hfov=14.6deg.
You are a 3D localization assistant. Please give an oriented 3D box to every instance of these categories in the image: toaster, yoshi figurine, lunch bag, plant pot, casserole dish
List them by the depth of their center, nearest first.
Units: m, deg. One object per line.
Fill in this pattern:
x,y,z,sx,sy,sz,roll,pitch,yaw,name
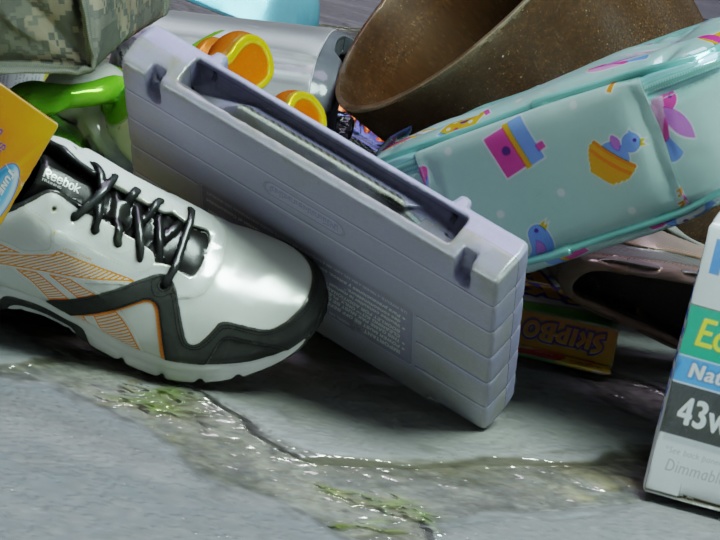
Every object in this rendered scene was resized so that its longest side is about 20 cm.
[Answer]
0.105,-0.056,1.302,0.199,0.078,0.160,-18,6,25,lunch bag
-0.122,-0.061,1.425,0.199,0.113,0.112,-2,4,44,yoshi figurine
-0.210,-0.168,1.436,0.199,0.118,0.164,2,16,10,lunch bag
0.120,-0.082,1.483,0.200,0.187,0.187,46,1,-19,plant pot
-0.072,-0.087,1.579,0.128,0.114,0.200,10,14,3,toaster
-0.105,-0.182,1.707,0.199,0.039,0.121,22,5,-10,casserole dish

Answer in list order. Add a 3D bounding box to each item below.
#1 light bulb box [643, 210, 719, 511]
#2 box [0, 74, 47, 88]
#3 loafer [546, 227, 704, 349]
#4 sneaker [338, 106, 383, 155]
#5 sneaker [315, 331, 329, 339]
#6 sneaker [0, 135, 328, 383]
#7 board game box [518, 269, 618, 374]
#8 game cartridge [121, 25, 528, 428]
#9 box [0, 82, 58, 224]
0.244,0.045,1.261,0.197,0.126,0.200,15,13,11,light bulb box
-0.245,-0.102,1.555,0.049,0.083,0.200,17,13,27,box
0.179,0.022,1.430,0.199,0.072,0.063,21,31,-16,loafer
-0.026,-0.090,1.719,0.199,0.079,0.075,15,13,14,sneaker
0.000,0.000,1.400,0.082,0.072,0.200,21,15,-17,sneaker
-0.109,-0.010,1.213,0.199,0.080,0.074,13,55,-3,sneaker
0.083,0.013,1.487,0.095,0.030,0.200,12,15,-1,board game box
-0.016,-0.018,1.245,0.199,0.038,0.130,31,-24,18,game cartridge
-0.217,-0.038,1.177,0.041,0.120,0.200,34,-8,-37,box
